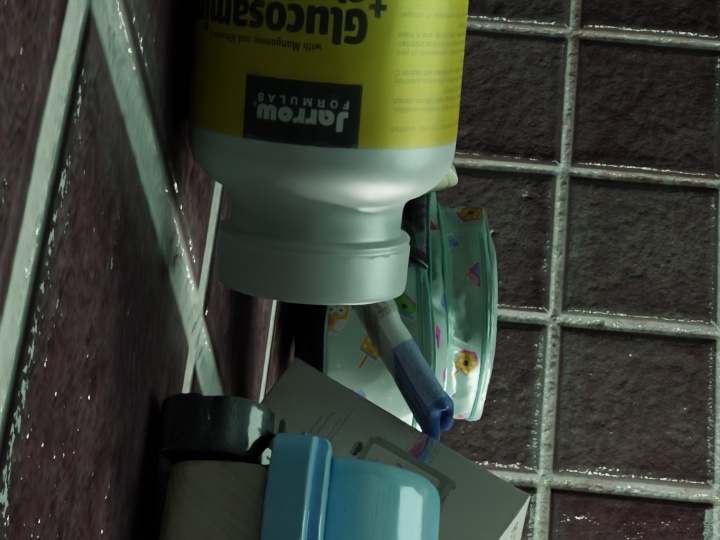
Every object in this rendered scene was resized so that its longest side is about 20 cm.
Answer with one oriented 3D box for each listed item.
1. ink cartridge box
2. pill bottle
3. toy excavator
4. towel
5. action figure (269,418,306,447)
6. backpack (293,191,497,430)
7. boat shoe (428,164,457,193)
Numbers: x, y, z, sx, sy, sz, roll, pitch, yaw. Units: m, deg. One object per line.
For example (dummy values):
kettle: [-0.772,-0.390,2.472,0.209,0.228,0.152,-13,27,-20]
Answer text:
ink cartridge box: [0.028,0.148,0.982,0.068,0.200,0.117,-51,161,-26]
pill bottle: [-0.013,-0.092,0.696,0.112,0.112,0.200,-70,164,-78]
toy excavator: [0.013,0.134,0.745,0.195,0.200,0.100,86,10,-70]
towel: [0.000,0.000,0.955,0.200,0.024,0.147,60,-4,12]
action figure: [-0.051,0.163,0.868,0.200,0.069,0.130,-99,-178,-52]
backpack: [0.022,0.046,1.237,0.176,0.153,0.200,98,2,-48]
boat shoe: [0.011,-0.092,1.125,0.201,0.072,0.061,20,59,-66]
